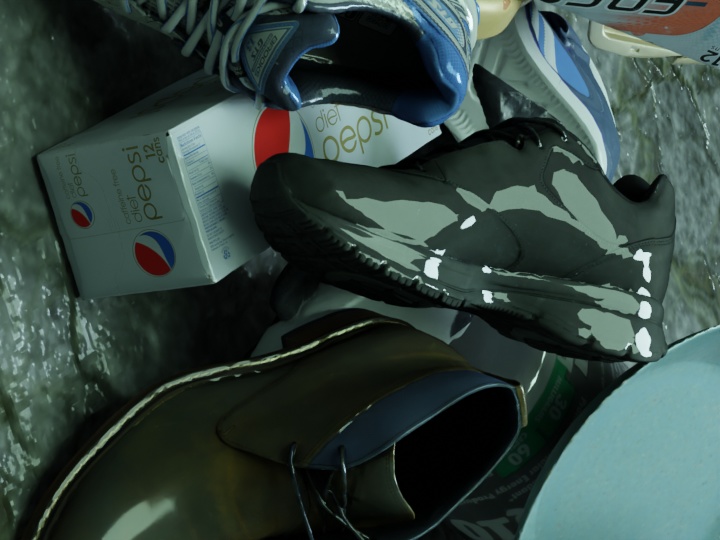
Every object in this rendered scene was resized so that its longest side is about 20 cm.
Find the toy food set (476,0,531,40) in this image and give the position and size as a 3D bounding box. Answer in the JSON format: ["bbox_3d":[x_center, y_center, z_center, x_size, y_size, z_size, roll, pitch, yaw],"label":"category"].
[{"bbox_3d":[0.010,-0.193,1.125,0.198,0.049,0.200,43,44,-1],"label":"toy food set"}]

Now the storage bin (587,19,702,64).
[{"bbox_3d":[0.131,-0.224,1.216,0.200,0.094,0.199,-115,-153,-59],"label":"storage bin"}]

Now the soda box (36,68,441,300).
[{"bbox_3d":[-0.045,-0.053,1.057,0.200,0.068,0.064,-35,112,-55],"label":"soda box"}]

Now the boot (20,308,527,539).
[{"bbox_3d":[-0.031,0.076,0.972,0.200,0.097,0.075,-32,117,-30],"label":"boot"}]

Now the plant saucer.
[{"bbox_3d":[0.134,0.100,1.133,0.201,0.039,0.201,-21,130,-28],"label":"plant saucer"}]

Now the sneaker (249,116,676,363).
[{"bbox_3d":[0.044,-0.023,1.015,0.200,0.076,0.091,16,85,-35],"label":"sneaker"}]

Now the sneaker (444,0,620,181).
[{"bbox_3d":[0.056,-0.115,1.250,0.200,0.081,0.146,56,11,-5],"label":"sneaker"}]

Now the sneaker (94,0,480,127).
[{"bbox_3d":[-0.041,-0.108,0.987,0.200,0.077,0.085,14,37,-17],"label":"sneaker"}]

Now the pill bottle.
[{"bbox_3d":[0.081,0.080,1.186,0.200,0.113,0.113,42,49,-46],"label":"pill bottle"}]

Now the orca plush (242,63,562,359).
[{"bbox_3d":[0.000,0.000,1.085,0.105,0.071,0.200,29,90,-36],"label":"orca plush"}]

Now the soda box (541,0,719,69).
[{"bbox_3d":[0.087,-0.155,1.072,0.200,0.064,0.068,18,49,-24],"label":"soda box"}]
